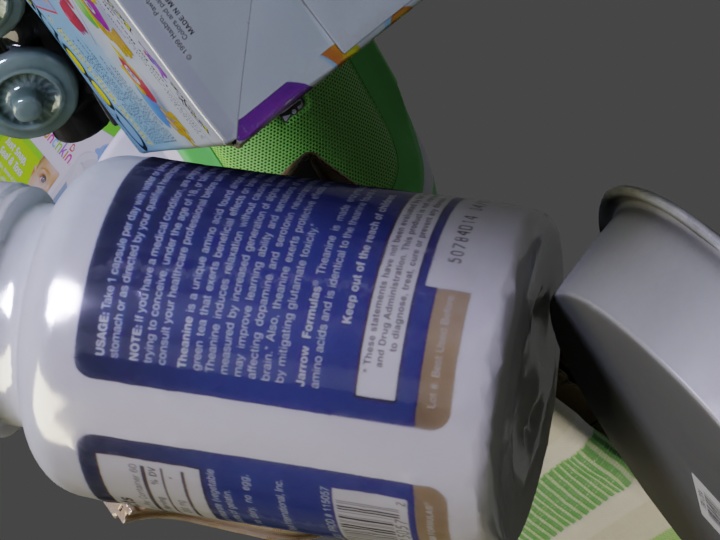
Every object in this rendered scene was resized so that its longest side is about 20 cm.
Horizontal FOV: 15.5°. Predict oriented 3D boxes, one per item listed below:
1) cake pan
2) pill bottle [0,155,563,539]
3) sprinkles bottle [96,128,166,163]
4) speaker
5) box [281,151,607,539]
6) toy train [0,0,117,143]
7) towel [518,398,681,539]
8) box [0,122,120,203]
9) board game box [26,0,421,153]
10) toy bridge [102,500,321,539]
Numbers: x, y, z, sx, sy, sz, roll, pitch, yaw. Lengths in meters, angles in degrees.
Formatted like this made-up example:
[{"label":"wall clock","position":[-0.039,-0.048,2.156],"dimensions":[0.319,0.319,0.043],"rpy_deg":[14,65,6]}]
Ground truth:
[{"label":"cake pan","position":[0.123,0.065,0.789],"dimensions":[0.201,0.037,0.200],"rpy_deg":[52,173,9]},{"label":"pill bottle","position":[-0.041,0.023,0.843],"dimensions":[0.199,0.112,0.111],"rpy_deg":[8,158,13]},{"label":"sprinkles bottle","position":[-0.019,0.011,1.071],"dimensions":[0.199,0.068,0.068],"rpy_deg":[34,170,8]},{"label":"speaker","position":[-0.043,-0.077,0.959],"dimensions":[0.088,0.088,0.200],"rpy_deg":[43,168,52]},{"label":"box","position":[0.003,0.044,0.991],"dimensions":[0.163,0.021,0.200],"rpy_deg":[34,149,-9]},{"label":"toy train","position":[-0.134,-0.142,1.115],"dimensions":[0.085,0.113,0.201],"rpy_deg":[-102,-12,-51]},{"label":"towel","position":[0.044,0.084,0.958],"dimensions":[0.200,0.023,0.153],"rpy_deg":[38,147,-4]},{"label":"box","position":[-0.133,-0.062,1.384],"dimensions":[0.101,0.113,0.200],"rpy_deg":[31,-171,-43]},{"label":"board game box","position":[-0.043,-0.105,0.766],"dimensions":[0.105,0.103,0.200],"rpy_deg":[53,172,-9]},{"label":"toy bridge","position":[-0.025,0.080,1.117],"dimensions":[0.199,0.027,0.067],"rpy_deg":[-9,-127,-47]}]
